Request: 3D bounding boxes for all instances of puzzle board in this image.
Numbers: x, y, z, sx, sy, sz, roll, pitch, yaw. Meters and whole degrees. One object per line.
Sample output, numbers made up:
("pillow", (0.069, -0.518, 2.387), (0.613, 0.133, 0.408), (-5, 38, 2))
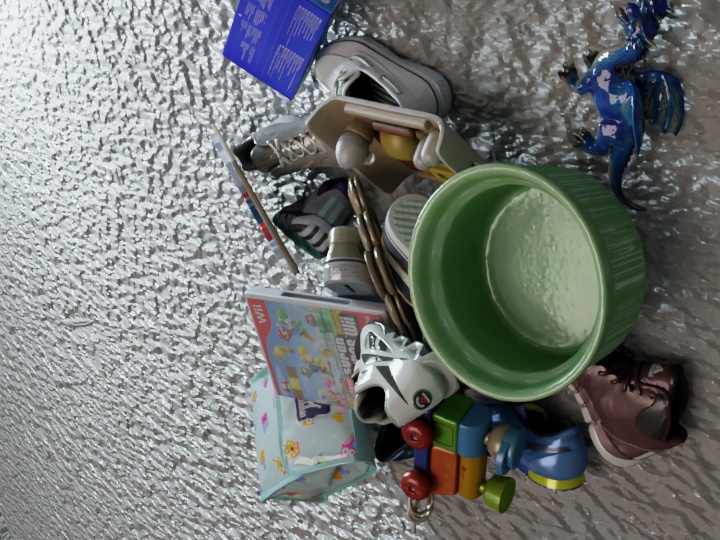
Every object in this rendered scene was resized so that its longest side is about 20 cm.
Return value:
("puzzle board", (-0.129, -0.085, 1.517), (0.152, 0.017, 0.200), (61, 177, -22))

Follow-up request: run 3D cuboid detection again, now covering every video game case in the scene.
("video game case", (-0.033, 0.091, 1.449), (0.198, 0.017, 0.144), (7, 124, 36))

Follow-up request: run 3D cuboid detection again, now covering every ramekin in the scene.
("ramekin", (0.147, 0.004, 1.119), (0.199, 0.097, 0.202), (10, 106, 38))

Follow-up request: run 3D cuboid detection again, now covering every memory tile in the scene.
("memory tile", (0.031, 0.009, 1.346), (0.201, 0.017, 0.154), (64, -172, -50))

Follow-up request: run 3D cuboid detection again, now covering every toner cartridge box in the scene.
("toner cartridge box", (-0.082, -0.260, 1.359), (0.094, 0.043, 0.200), (31, 157, -4))

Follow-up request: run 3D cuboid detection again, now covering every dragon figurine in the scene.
("dragon figurine", (0.221, -0.130, 1.053), (0.099, 0.059, 0.202), (10, 120, 53))

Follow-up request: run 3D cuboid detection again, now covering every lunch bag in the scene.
("lunch bag", (-0.053, 0.180, 1.582), (0.200, 0.121, 0.172), (-42, 49, 55))

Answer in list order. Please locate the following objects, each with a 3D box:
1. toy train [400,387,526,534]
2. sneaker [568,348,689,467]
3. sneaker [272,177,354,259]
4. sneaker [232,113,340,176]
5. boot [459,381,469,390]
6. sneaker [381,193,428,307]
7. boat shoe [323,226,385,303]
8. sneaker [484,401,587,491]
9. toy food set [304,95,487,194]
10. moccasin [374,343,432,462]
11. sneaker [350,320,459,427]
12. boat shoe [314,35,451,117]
("toy train", (0.108, 0.218, 1.335), (0.115, 0.085, 0.202), (20, 129, 26))
("sneaker", (0.236, 0.080, 1.181), (0.115, 0.076, 0.201), (-26, 99, 52))
("sneaker", (-0.042, -0.065, 1.501), (0.074, 0.088, 0.200), (40, 174, -14))
("sneaker", (-0.069, -0.136, 1.447), (0.199, 0.092, 0.076), (-6, 107, 57))
("boot", (0.116, 0.036, 1.313), (0.203, 0.073, 0.155), (-24, 90, 59))
("sneaker", (0.092, 0.022, 1.249), (0.201, 0.078, 0.080), (56, 161, 14))
("boat shoe", (0.000, 0.000, 1.423), (0.200, 0.071, 0.063), (62, -148, -78))
("sneaker", (0.156, 0.158, 1.352), (0.199, 0.066, 0.079), (19, 122, 47))
("toy food set", (0.052, -0.097, 1.253), (0.199, 0.061, 0.143), (21, 168, 48))
("moccasin", (0.064, 0.163, 1.481), (0.080, 0.068, 0.201), (45, 144, 28))
("sneaker", (0.018, 0.108, 1.298), (0.074, 0.088, 0.200), (53, 168, -14))
("boat shoe", (0.005, -0.192, 1.322), (0.199, 0.066, 0.074), (21, 128, 48))
